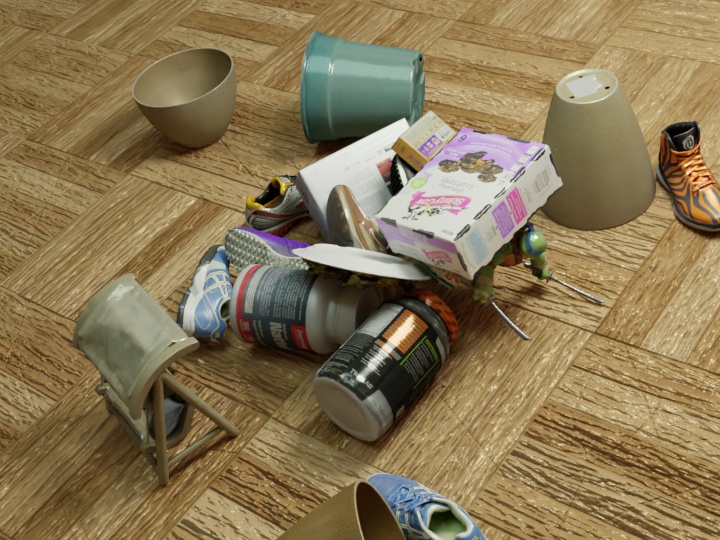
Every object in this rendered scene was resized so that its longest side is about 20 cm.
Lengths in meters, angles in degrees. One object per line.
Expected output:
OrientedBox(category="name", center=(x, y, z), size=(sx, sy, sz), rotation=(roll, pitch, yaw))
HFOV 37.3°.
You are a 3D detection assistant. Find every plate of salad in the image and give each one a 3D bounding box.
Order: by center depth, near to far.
OrientedBox(category="plate of salad", center=(0.000, 0.000, 1.485), size=(0.198, 0.049, 0.200), rotation=(11, 6, -1))

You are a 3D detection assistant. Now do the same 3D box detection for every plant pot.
OrientedBox(category="plant pot", center=(-0.049, 0.359, 1.186), size=(0.199, 0.187, 0.187), rotation=(-26, 39, 8))
OrientedBox(category="plant pot", center=(0.353, -0.199, 1.640), size=(0.186, 0.201, 0.188), rotation=(-10, 41, 9))
OrientedBox(category="plant pot", center=(0.010, -0.324, 1.916), size=(0.194, 0.201, 0.201), rotation=(4, 44, 12))
OrientedBox(category="plant pot", center=(-0.322, -0.316, 2.051), size=(0.198, 0.135, 0.201), rotation=(-9, 41, 8))

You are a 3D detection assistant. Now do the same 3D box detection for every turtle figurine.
OrientedBox(category="turtle figurine", center=(0.202, 0.014, 1.527), size=(0.144, 0.201, 0.193), rotation=(-47, 24, -23))

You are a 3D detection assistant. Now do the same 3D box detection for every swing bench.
OrientedBox(category="swing bench", center=(-0.294, 0.145, 1.472), size=(0.129, 0.201, 0.199), rotation=(-33, 43, -19))

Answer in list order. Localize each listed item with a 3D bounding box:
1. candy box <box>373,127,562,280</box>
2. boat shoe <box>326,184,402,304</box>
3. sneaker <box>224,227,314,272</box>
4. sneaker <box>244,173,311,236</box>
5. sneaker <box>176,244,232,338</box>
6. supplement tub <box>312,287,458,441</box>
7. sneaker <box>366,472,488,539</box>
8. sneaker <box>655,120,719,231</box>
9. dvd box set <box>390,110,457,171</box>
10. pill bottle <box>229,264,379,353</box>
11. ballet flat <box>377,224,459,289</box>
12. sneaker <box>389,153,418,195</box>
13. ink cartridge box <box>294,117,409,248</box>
OrientedBox(category="candy box", center=(0.145, -0.095, 1.452), size=(0.200, 0.072, 0.167), rotation=(-45, 37, -20))
OrientedBox(category="boat shoe", center=(0.006, -0.038, 1.636), size=(0.071, 0.076, 0.202), rotation=(-13, 77, -29))
OrientedBox(category="sneaker", center=(-0.116, -0.018, 1.685), size=(0.199, 0.070, 0.099), rotation=(22, 21, 16))
OrientedBox(category="sneaker", center=(-0.107, -0.129, 1.808), size=(0.199, 0.083, 0.078), rotation=(-34, 43, -20))
OrientedBox(category="sneaker", center=(-0.230, 0.038, 1.674), size=(0.076, 0.076, 0.201), rotation=(16, 42, -2))
OrientedBox(category="supplement tub", center=(0.038, 0.122, 1.446), size=(0.122, 0.123, 0.200), rotation=(22, 53, 36))
OrientedBox(category="sneaker", center=(0.080, 0.289, 1.279), size=(0.199, 0.077, 0.076), rotation=(24, 56, 39))
OrientedBox(category="sneaker", center=(0.495, -0.150, 1.603), size=(0.077, 0.113, 0.201), rotation=(-20, 40, -4))
OrientedBox(category="dvd box set", center=(0.154, -0.159, 1.674), size=(0.200, 0.029, 0.146), rotation=(40, 34, 2))
OrientedBox(category="pill bottle", center=(-0.079, 0.058, 1.560), size=(0.198, 0.120, 0.120), rotation=(5, 45, 24))
OrientedBox(category="ballet flat", center=(0.088, -0.043, 1.539), size=(0.064, 0.075, 0.200), rotation=(-56, 39, 6))
OrientedBox(category="sneaker", center=(0.113, -0.095, 1.656), size=(0.089, 0.070, 0.202), rotation=(-18, 78, -13))
OrientedBox(category="ink cartridge box", center=(0.021, -0.118, 1.726), size=(0.199, 0.084, 0.177), rotation=(-27, 85, -12))
